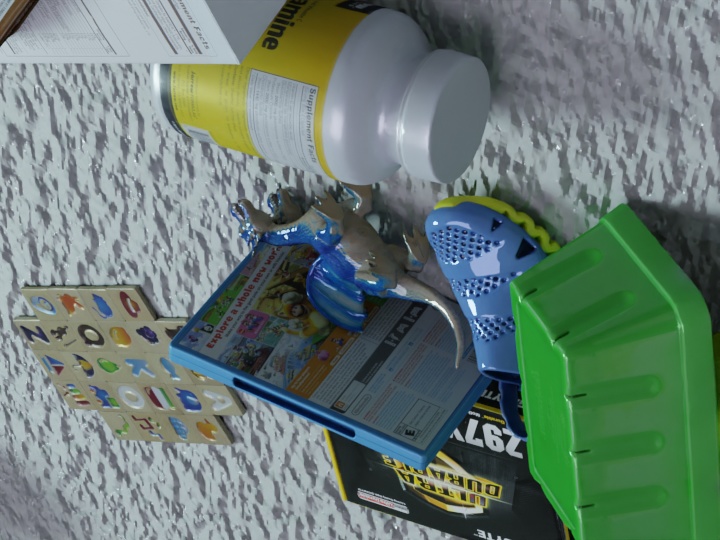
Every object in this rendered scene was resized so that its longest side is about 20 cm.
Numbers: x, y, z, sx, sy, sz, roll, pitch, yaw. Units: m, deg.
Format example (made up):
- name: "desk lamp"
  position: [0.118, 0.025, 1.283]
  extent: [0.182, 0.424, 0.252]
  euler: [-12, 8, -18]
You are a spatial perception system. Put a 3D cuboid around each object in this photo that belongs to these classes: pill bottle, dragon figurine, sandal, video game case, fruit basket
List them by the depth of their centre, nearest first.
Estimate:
- name: "pill bottle"
  position: [-0.024, -0.117, 1.707]
  extent: [0.199, 0.112, 0.112]
  euler: [16, 141, 26]
- name: "fruit basket"
  position: [0.211, 0.069, 1.724]
  extent: [0.156, 0.215, 0.216]
  euler: [56, 171, 53]
- name: "sandal"
  position: [0.104, 0.038, 1.801]
  extent: [0.079, 0.087, 0.200]
  euler: [-11, 122, 49]
- name: "dragon figurine"
  position: [0.000, 0.000, 1.857]
  extent: [0.200, 0.059, 0.100]
  euler: [42, 146, 10]
- name: "video game case"
  position: [-0.011, 0.051, 1.863]
  extent: [0.199, 0.143, 0.018]
  euler: [23, 136, 19]

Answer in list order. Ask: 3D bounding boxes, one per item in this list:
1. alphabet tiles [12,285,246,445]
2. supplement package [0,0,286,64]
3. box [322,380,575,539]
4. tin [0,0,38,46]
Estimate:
- name: "alphabet tiles"
  position: [-0.185, 0.075, 2.163]
  extent: [0.199, 0.006, 0.167]
  euler: [0, 131, 41]
- name: "supplement package"
  position: [-0.143, -0.228, 1.644]
  extent: [0.199, 0.152, 0.151]
  euler: [3, 136, 38]
- name: "box"
  position: [0.067, 0.127, 1.969]
  extent: [0.199, 0.049, 0.160]
  euler: [16, 138, 28]
- name: "tin"
  position: [-0.240, -0.188, 1.606]
  extent: [0.112, 0.042, 0.200]
  euler: [42, 147, -4]
